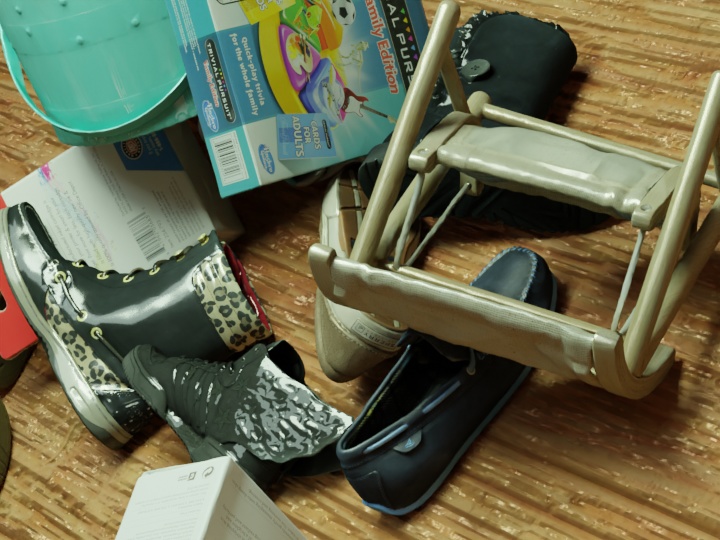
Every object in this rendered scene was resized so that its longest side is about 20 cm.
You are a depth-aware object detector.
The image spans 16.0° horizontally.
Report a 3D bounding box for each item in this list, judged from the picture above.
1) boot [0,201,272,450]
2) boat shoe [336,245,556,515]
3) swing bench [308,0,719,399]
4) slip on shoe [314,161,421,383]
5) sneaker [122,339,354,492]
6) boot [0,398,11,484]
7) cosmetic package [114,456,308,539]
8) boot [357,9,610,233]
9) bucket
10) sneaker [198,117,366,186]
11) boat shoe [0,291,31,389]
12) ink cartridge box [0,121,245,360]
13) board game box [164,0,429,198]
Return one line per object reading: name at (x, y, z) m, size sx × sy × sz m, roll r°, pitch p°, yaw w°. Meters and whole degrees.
boot at (-0.165, 0.009, 1.846) m, size 0.153 × 0.073 × 0.204 m, roll -32°, pitch 67°, yaw 8°
boat shoe at (0.058, 0.059, 1.605) m, size 0.084 × 0.069 × 0.201 m, roll 1°, pitch 51°, yaw 47°
swing bench at (0.106, -0.030, 1.540) m, size 0.198 × 0.130 × 0.201 m, roll 18°, pitch 68°, yaw 23°
slip on shoe at (0.000, 0.000, 1.743) m, size 0.061 × 0.076 × 0.201 m, roll -54°, pitch 23°, yaw 30°
sneaker at (-0.077, 0.085, 1.714) m, size 0.104 × 0.060 × 0.200 m, roll -48°, pitch 46°, yaw 6°
boot at (-0.347, 0.177, 1.896) m, size 0.154 × 0.072 × 0.201 m, roll -20°, pitch 38°, yaw 34°
cosmetic package at (-0.104, 0.227, 1.541) m, size 0.081 × 0.113 × 0.201 m, roll -14°, pitch 39°, yaw 35°
boot at (0.112, -0.109, 1.740) m, size 0.199 × 0.077 × 0.168 m, roll 2°, pitch 45°, yaw 35°
bucket at (-0.163, -0.186, 1.842) m, size 0.206 × 0.135 × 0.207 m, roll -19°, pitch 19°, yaw 7°
sneaker at (-0.056, -0.102, 1.920) m, size 0.199 × 0.075 × 0.087 m, roll -6°, pitch 53°, yaw 44°
boat shoe at (-0.275, 0.005, 2.023) m, size 0.063 × 0.073 × 0.202 m, roll -3°, pitch 56°, yaw 38°
ink cartridge box at (-0.203, -0.028, 1.931) m, size 0.199 × 0.117 × 0.067 m, roll -31°, pitch -8°, yaw 16°
board game box at (-0.032, -0.148, 1.783) m, size 0.199 × 0.152 × 0.047 m, roll -19°, pitch 3°, yaw -43°
